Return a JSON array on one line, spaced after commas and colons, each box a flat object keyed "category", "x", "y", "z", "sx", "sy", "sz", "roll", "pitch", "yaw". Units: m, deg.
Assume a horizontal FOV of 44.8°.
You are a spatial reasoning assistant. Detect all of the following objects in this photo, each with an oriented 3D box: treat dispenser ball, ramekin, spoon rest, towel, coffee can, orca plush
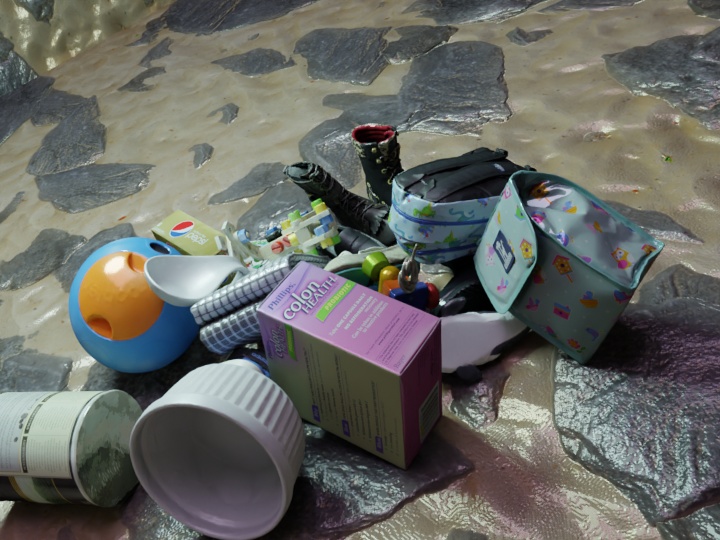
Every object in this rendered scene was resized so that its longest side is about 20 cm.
[{"category": "treat dispenser ball", "x": -0.337, "y": 0.052, "z": 1.320, "sx": 0.198, "sy": 0.203, "sz": 0.202, "roll": -14, "pitch": 34, "yaw": 10}, {"category": "ramekin", "x": -0.157, "y": 0.205, "z": 1.025, "sx": 0.197, "sy": 0.203, "sz": 0.105, "roll": -4, "pitch": 27, "yaw": 23}, {"category": "spoon rest", "x": -0.225, "y": 0.010, "z": 1.252, "sx": 0.099, "sy": 0.061, "sz": 0.199, "roll": 41, "pitch": 21, "yaw": 25}, {"category": "towel", "x": -0.123, "y": 0.051, "z": 1.233, "sx": 0.164, "sy": 0.087, "sz": 0.200, "roll": -28, "pitch": -9, "yaw": 14}, {"category": "coffee can", "x": -0.403, "y": 0.233, "z": 1.154, "sx": 0.197, "sy": 0.148, "sz": 0.147, "roll": -4, "pitch": 37, "yaw": 23}, {"category": "orca plush", "x": 0.145, "y": 0.077, "z": 1.146, "sx": 0.199, "sy": 0.106, "sz": 0.071, "roll": -34, "pitch": 5, "yaw": -13}]

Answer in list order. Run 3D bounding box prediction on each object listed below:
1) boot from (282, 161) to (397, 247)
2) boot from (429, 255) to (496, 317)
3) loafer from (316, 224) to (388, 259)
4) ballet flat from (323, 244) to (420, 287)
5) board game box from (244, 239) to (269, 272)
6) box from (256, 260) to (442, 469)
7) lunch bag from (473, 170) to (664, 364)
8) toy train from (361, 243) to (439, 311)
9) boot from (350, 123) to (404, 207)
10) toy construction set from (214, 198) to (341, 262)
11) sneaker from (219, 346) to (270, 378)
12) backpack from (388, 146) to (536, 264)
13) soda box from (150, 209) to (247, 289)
[{"category": "boot", "x": -0.023, "y": -0.108, "z": 1.385, "sx": 0.199, "sy": 0.174, "sz": 0.070, "roll": 14, "pitch": 70, "yaw": 51}, {"category": "boot", "x": 0.137, "y": 0.001, "z": 1.243, "sx": 0.199, "sy": 0.077, "sz": 0.168, "roll": -29, "pitch": 38, "yaw": -24}, {"category": "loafer", "x": -0.014, "y": -0.030, "z": 1.368, "sx": 0.199, "sy": 0.070, "sz": 0.068, "roll": 23, "pitch": 72, "yaw": 47}, {"category": "ballet flat", "x": 0.000, "y": 0.000, "z": 1.227, "sx": 0.198, "sy": 0.068, "sz": 0.062, "roll": -7, "pitch": 42, "yaw": -43}, {"category": "board game box", "x": -0.181, "y": 0.000, "z": 1.456, "sx": 0.197, "sy": 0.035, "sz": 0.127, "roll": -4, "pitch": 39, "yaw": 25}, {"category": "box", "x": -0.008, "y": 0.112, "z": 1.045, "sx": 0.198, "sy": 0.178, "sz": 0.097, "roll": 21, "pitch": 50, "yaw": 26}, {"category": "lunch bag", "x": 0.237, "y": -0.011, "z": 1.065, "sx": 0.199, "sy": 0.171, "sz": 0.122, "roll": 35, "pitch": 56, "yaw": 14}, {"category": "toy train", "x": 0.041, "y": 0.014, "z": 1.133, "sx": 0.084, "sy": 0.202, "sz": 0.116, "roll": -15, "pitch": 42, "yaw": -23}, {"category": "boot", "x": 0.062, "y": -0.153, "z": 1.432, "sx": 0.073, "sy": 0.152, "sz": 0.199, "roll": -33, "pitch": 36, "yaw": -19}, {"category": "toy construction set", "x": -0.116, "y": -0.048, "z": 1.328, "sx": 0.197, "sy": 0.094, "sz": 0.131, "roll": -9, "pitch": 13, "yaw": 19}, {"category": "sneaker", "x": -0.147, "y": 0.135, "z": 1.140, "sx": 0.076, "sy": 0.200, "sz": 0.112, "roll": 36, "pitch": 56, "yaw": 1}, {"category": "backpack", "x": 0.133, "y": -0.090, "z": 1.199, "sx": 0.198, "sy": 0.156, "sz": 0.163, "roll": -3, "pitch": 32, "yaw": -41}, {"category": "soda box", "x": -0.271, "y": -0.035, "z": 1.460, "sx": 0.064, "sy": 0.068, "sz": 0.199, "roll": -38, "pitch": 37, "yaw": -23}]
